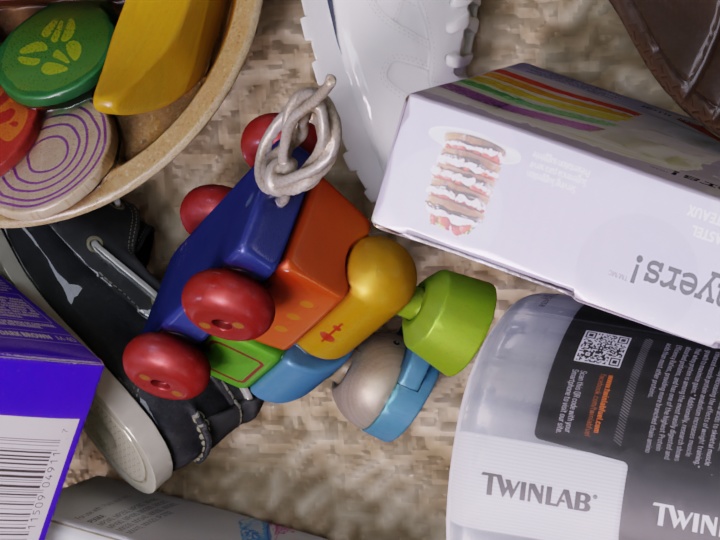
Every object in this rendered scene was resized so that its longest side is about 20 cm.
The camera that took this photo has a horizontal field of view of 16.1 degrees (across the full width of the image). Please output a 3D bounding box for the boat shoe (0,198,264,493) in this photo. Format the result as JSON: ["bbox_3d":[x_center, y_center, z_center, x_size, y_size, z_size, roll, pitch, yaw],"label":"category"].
[{"bbox_3d":[-0.118,-0.004,1.036,0.068,0.072,0.200,-34,75,-18],"label":"boat shoe"}]

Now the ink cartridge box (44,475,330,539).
[{"bbox_3d":[-0.045,0.178,1.012,0.200,0.083,0.146,14,102,18],"label":"ink cartridge box"}]

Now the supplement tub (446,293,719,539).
[{"bbox_3d":[0.140,0.081,0.912,0.200,0.123,0.123,9,100,19],"label":"supplement tub"}]

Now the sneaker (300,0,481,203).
[{"bbox_3d":[0.017,-0.115,0.962,0.080,0.076,0.200,-13,96,6],"label":"sneaker"}]

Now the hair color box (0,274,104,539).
[{"bbox_3d":[-0.191,0.039,1.012,0.200,0.065,0.109,35,110,46],"label":"hair color box"}]

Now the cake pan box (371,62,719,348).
[{"bbox_3d":[0.120,-0.015,0.868,0.200,0.184,0.052,20,104,13],"label":"cake pan box"}]

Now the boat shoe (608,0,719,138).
[{"bbox_3d":[0.122,-0.110,0.909,0.075,0.075,0.202,-48,67,19],"label":"boat shoe"}]

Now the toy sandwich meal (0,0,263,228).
[{"bbox_3d":[-0.128,-0.117,0.981,0.205,0.070,0.205,-7,68,18],"label":"toy sandwich meal"}]

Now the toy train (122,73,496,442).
[{"bbox_3d":[0.000,0.000,0.923,0.116,0.085,0.200,26,152,-13],"label":"toy train"}]
